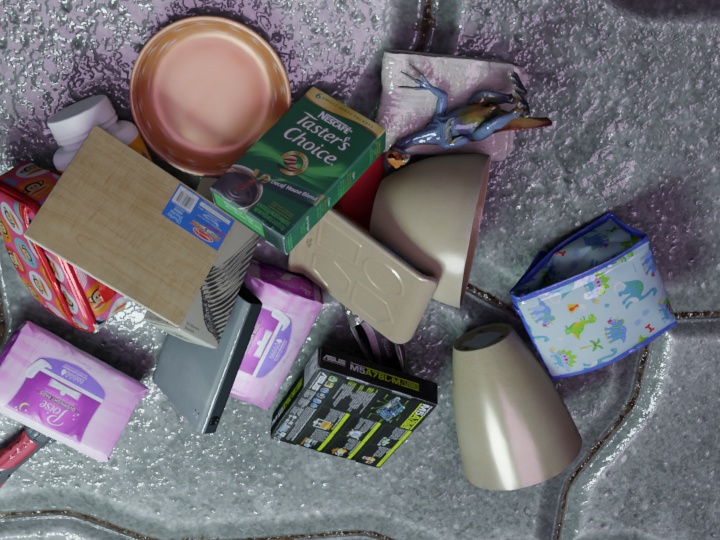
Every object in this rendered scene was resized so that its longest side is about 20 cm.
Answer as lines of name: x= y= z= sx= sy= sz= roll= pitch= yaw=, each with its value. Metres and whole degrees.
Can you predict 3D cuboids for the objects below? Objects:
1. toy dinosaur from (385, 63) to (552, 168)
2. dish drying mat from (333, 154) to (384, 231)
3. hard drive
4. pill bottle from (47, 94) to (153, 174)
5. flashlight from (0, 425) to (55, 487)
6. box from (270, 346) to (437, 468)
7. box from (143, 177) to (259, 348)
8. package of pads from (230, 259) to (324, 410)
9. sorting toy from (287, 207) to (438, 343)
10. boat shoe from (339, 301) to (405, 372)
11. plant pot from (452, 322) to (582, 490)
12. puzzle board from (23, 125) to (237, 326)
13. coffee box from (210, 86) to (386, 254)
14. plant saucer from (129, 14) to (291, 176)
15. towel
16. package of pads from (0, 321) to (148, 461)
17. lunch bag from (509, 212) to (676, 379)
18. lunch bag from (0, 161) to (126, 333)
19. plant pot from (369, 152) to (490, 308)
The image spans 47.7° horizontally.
toy dinosaur: x=0.127 y=-0.170 z=1.024 sx=0.181 sy=0.106 sz=0.200 roll=-30 pitch=135 yaw=26
dish drying mat: x=0.000 y=-0.085 z=1.125 sx=0.076 sy=0.018 sz=0.202 roll=-9 pitch=117 yaw=-6
hard drive: x=-0.212 y=0.099 z=1.113 sx=0.033 sy=0.139 sz=0.201 roll=4 pitch=114 yaw=-48
pill bottle: x=-0.306 y=-0.109 z=1.015 sx=0.108 sy=0.109 sz=0.201 roll=-20 pitch=118 yaw=2
flashlight: x=-0.515 y=0.268 z=1.194 sx=0.200 sy=0.068 sz=0.068 roll=-40 pitch=113 yaw=13
box: x=-0.013 y=0.210 z=1.218 sx=0.192 sy=0.048 sz=0.201 roll=17 pitch=134 yaw=-17
box: x=-0.192 y=-0.010 z=1.036 sx=0.082 sy=0.068 sz=0.202 roll=37 pitch=68 yaw=-54
package of pads: x=-0.146 y=0.092 z=1.158 sx=0.120 sy=0.076 sz=0.201 roll=21 pitch=111 yaw=-18
sorting toy: x=0.000 y=0.000 z=1.062 sx=0.199 sy=0.037 sz=0.186 roll=33 pitch=151 yaw=9
boat shoe: x=0.022 y=0.084 z=1.182 sx=0.066 sy=0.057 sz=0.201 roll=-23 pitch=122 yaw=3
plant pot: x=0.213 y=0.189 z=1.217 sx=0.186 sy=0.187 sz=0.202 roll=-20 pitch=104 yaw=1
puzzle board: x=-0.260 y=-0.050 z=0.945 sx=0.199 sy=0.017 sz=0.152 roll=34 pitch=68 yaw=-21
coffee box: x=-0.073 y=-0.126 z=0.989 sx=0.200 sy=0.123 sz=0.044 roll=-48 pitch=159 yaw=-23
plant saucer: x=-0.187 y=-0.218 z=1.021 sx=0.198 sy=0.038 sz=0.202 roll=-4 pitch=117 yaw=-7
towel: x=0.117 y=-0.212 z=1.064 sx=0.198 sy=0.035 sz=0.134 roll=1 pitch=115 yaw=-15
package of pads: x=-0.408 y=0.169 z=1.126 sx=0.199 sy=0.075 sz=0.121 roll=34 pitch=70 yaw=-23
lunch bag: x=0.329 y=0.046 z=1.180 sx=0.199 sy=0.128 sz=0.171 roll=-33 pitch=117 yaw=-3
lunch bag: x=-0.364 y=-0.024 z=1.002 sx=0.082 sy=0.175 sz=0.201 roll=-39 pitch=135 yaw=-34
plant pot: x=0.086 y=-0.063 z=1.069 sx=0.133 sy=0.200 sz=0.202 roll=12 pitch=116 yaw=11
